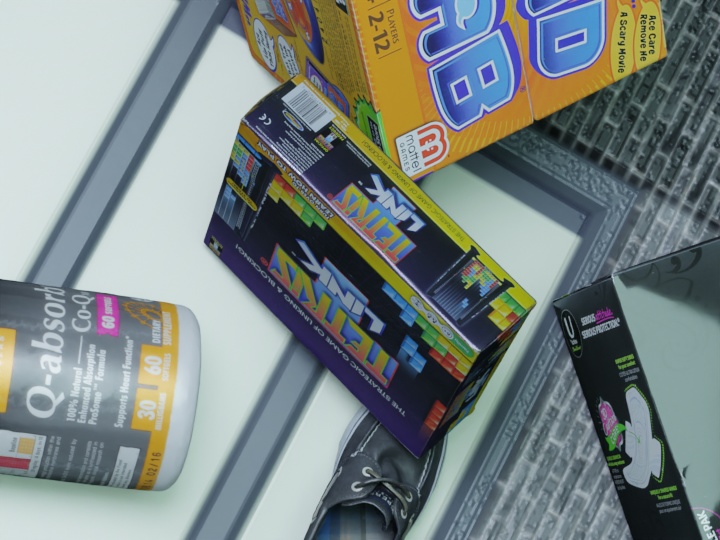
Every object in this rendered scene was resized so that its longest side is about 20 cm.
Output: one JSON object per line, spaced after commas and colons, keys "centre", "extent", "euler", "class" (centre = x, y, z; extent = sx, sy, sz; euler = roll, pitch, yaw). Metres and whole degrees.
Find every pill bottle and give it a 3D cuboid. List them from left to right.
{"centre": [-0.202, 0.066, 1.569], "extent": [0.199, 0.116, 0.117], "euler": [8, 79, -13], "class": "pill bottle"}

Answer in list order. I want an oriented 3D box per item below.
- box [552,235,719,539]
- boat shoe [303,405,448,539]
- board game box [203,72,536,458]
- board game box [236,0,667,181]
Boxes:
{"centre": [0.235, 0.083, 1.670], "extent": [0.148, 0.124, 0.201], "euler": [-18, 87, -16], "class": "box"}
{"centre": [0.001, 0.154, 1.630], "extent": [0.070, 0.066, 0.200], "euler": [35, 75, -6], "class": "boat shoe"}
{"centre": [0.000, 0.000, 1.580], "extent": [0.200, 0.165, 0.057], "euler": [44, 63, 11], "class": "board game box"}
{"centre": [0.040, -0.212, 1.588], "extent": [0.199, 0.200, 0.201], "euler": [-27, 129, -16], "class": "board game box"}
